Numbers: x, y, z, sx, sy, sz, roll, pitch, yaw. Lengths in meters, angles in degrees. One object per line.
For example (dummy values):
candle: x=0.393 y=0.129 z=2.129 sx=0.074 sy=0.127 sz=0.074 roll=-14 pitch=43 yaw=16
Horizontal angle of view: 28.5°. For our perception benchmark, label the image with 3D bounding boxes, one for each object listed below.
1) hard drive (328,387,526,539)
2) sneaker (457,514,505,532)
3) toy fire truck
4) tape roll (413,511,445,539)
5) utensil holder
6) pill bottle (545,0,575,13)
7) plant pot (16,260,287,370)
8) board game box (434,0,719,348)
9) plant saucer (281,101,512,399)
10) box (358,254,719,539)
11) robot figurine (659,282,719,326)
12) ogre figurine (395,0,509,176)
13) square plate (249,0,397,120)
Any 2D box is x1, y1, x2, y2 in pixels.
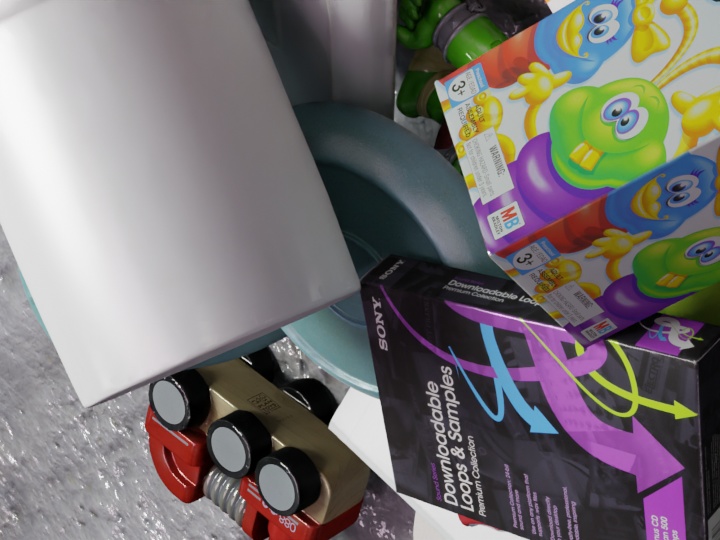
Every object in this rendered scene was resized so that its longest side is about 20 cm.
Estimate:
hard drive: x=0.082 y=0.113 z=0.915 sx=0.200 sy=0.026 sz=0.132 roll=41 pitch=113 yaw=25
sneaker: x=0.118 y=0.084 z=0.831 sx=0.200 sy=0.071 sz=0.113 roll=-34 pitch=70 yaw=38
toy fire truck: x=-0.078 y=0.173 z=1.109 sx=0.176 sy=0.128 sz=0.201 roll=33 pitch=124 yaw=27
tape roll: x=0.123 y=0.217 z=0.977 sx=0.202 sy=0.037 sz=0.204 roll=25 pitch=131 yaw=33
utensil holder: x=-0.109 y=-0.051 z=0.732 sx=0.170 sy=0.169 sz=0.201 roll=-24 pitch=88 yaw=50
pill bottle: x=0.095 y=-0.227 z=0.659 sx=0.113 sy=0.113 sz=0.201 roll=-26 pitch=95 yaw=50
plant pot: x=-0.120 y=-0.021 z=0.955 sx=0.199 sy=0.188 sz=0.201 roll=26 pitch=131 yaw=33
board game box: x=0.151 y=-0.069 z=0.617 sx=0.199 sy=0.105 sz=0.104 roll=-29 pitch=52 yaw=19
plant saucer: x=0.000 y=0.000 z=0.810 sx=0.199 sy=0.027 sz=0.201 roll=25 pitch=134 yaw=28
box: x=0.093 y=0.077 z=0.729 sx=0.199 sy=0.036 sz=0.144 roll=14 pitch=126 yaw=39
robot figurine: x=0.214 y=0.079 z=0.730 sx=0.175 sy=0.115 sz=0.201 roll=1 pitch=115 yaw=55
ogre figurine: x=0.071 y=-0.059 z=0.807 sx=0.120 sy=0.098 sz=0.201 roll=38 pitch=128 yaw=37
square plate: x=-0.054 y=-0.161 z=0.783 sx=0.198 sy=0.028 sz=0.200 roll=45 pitch=160 yaw=21
